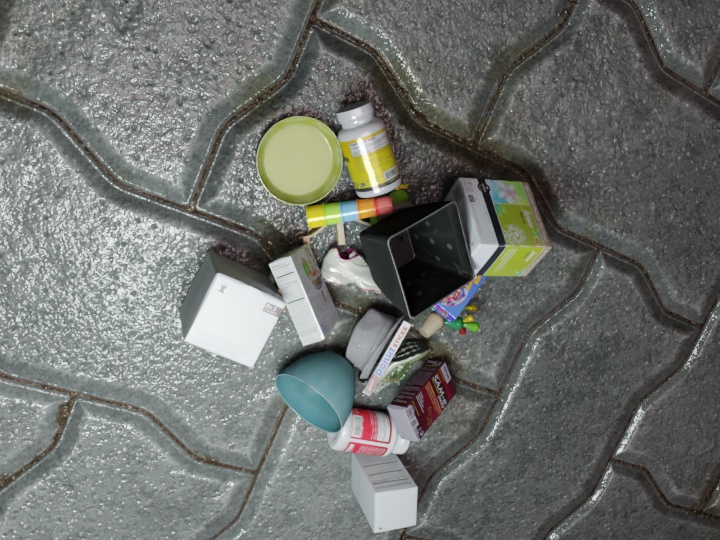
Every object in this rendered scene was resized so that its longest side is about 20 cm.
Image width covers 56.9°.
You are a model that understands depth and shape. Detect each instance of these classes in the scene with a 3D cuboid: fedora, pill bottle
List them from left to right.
[{"bbox_3d":[0.015,-0.277,1.513,0.112,0.112,0.201,-23,111,-10],"label":"pill bottle"},{"bbox_3d":[0.023,0.420,1.722,0.199,0.112,0.113,15,101,-21],"label":"pill bottle"},{"bbox_3d":[0.027,0.165,1.642,0.090,0.177,0.200,30,96,6],"label":"fedora"}]

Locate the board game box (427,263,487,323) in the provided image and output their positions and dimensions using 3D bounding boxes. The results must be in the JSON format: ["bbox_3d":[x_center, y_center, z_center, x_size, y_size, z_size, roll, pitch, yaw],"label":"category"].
[{"bbox_3d":[0.233,0.010,1.642,0.134,0.045,0.200,38,71,6],"label":"board game box"}]

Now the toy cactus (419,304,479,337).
[{"bbox_3d":[0.207,0.101,1.688,0.165,0.102,0.200,-44,101,-21],"label":"toy cactus"}]

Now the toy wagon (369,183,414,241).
[{"bbox_3d":[0.092,-0.113,1.611,0.155,0.040,0.201,-9,107,-32],"label":"toy wagon"}]

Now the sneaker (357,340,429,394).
[{"bbox_3d":[0.093,0.254,1.728,0.200,0.077,0.089,-29,126,-3],"label":"sneaker"}]

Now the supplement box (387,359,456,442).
[{"bbox_3d":[0.163,0.334,1.721,0.200,0.061,0.109,-43,119,-38],"label":"supplement box"}]

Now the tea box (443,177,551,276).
[{"bbox_3d":[0.320,-0.103,1.600,0.196,0.201,0.134,1,147,-20],"label":"tea box"}]

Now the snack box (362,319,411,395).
[{"bbox_3d":[0.066,0.213,1.634,0.024,0.072,0.200,30,89,3],"label":"snack box"}]

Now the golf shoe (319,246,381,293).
[{"bbox_3d":[0.000,0.000,1.613,0.199,0.075,0.092,13,98,-22],"label":"golf shoe"}]

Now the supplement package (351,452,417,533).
[{"bbox_3d":[0.058,0.565,1.728,0.117,0.200,0.117,-4,107,-17],"label":"supplement package"}]

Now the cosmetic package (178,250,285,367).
[{"bbox_3d":[-0.289,0.081,1.471,0.165,0.200,0.165,26,97,-22],"label":"cosmetic package"}]

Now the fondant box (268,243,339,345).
[{"bbox_3d":[-0.124,0.051,1.511,0.058,0.144,0.201,-18,99,16],"label":"fondant box"}]

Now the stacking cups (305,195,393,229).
[{"bbox_3d":[-0.025,-0.141,1.542,0.199,0.061,0.061,-11,109,1],"label":"stacking cups"}]

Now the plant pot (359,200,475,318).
[{"bbox_3d":[0.113,-0.042,1.511,0.200,0.177,0.200,-30,117,-24],"label":"plant pot"}]

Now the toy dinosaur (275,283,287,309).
[{"bbox_3d":[-0.164,0.067,1.554,0.200,0.106,0.061,37,72,-59],"label":"toy dinosaur"}]

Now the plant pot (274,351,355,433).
[{"bbox_3d":[-0.089,0.277,1.618,0.135,0.200,0.200,-49,118,-32],"label":"plant pot"}]

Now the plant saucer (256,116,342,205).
[{"bbox_3d":[-0.140,-0.250,1.514,0.199,0.031,0.201,-5,107,-16],"label":"plant saucer"}]

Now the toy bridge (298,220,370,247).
[{"bbox_3d":[-0.051,-0.095,1.591,0.199,0.027,0.067,-11,109,-15],"label":"toy bridge"}]
